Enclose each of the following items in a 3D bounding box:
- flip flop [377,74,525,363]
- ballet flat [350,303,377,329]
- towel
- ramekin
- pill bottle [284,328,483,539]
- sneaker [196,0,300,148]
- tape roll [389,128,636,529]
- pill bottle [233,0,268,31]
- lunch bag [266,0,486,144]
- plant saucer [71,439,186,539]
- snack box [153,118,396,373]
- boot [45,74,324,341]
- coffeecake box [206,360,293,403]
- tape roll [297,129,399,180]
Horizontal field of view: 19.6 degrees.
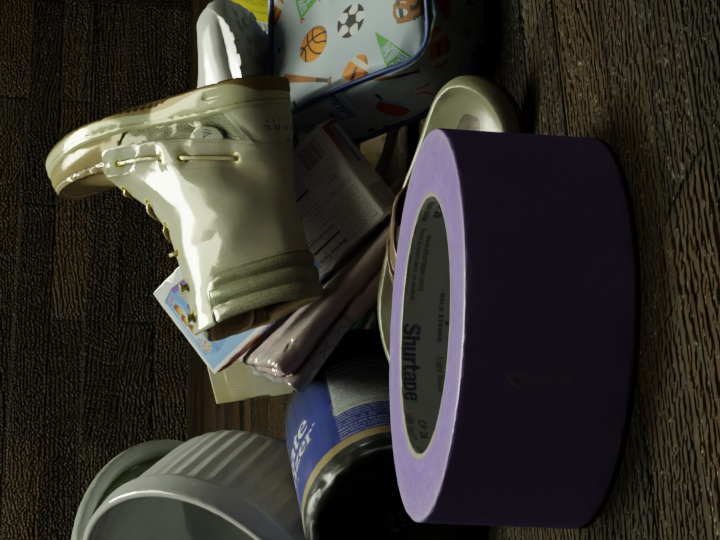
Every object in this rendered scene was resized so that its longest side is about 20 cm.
[{"bbox_3d":[0.047,-0.017,1.232,0.058,0.081,0.200,-28,-44,-55],"label":"flip flop"},{"bbox_3d":[-0.006,-0.009,1.688,0.072,0.072,0.200,104,168,-52],"label":"ballet flat"},{"bbox_3d":[0.000,0.000,1.384,0.191,0.032,0.200,-48,7,-6],"label":"towel"},{"bbox_3d":[-0.082,0.204,1.436,0.105,0.200,0.200,-46,-26,-47],"label":"ramekin"},{"bbox_3d":[0.010,0.115,1.337,0.200,0.112,0.112,-109,24,-67],"label":"pill bottle"},{"bbox_3d":[-0.085,-0.082,1.402,0.076,0.080,0.200,-46,-54,-61],"label":"sneaker"},{"bbox_3d":[0.072,0.030,1.057,0.200,0.085,0.200,-177,90,-82],"label":"tape roll"},{"bbox_3d":[-0.066,-0.257,1.549,0.200,0.114,0.115,69,-160,-70],"label":"pill bottle"},{"bbox_3d":[0.005,-0.186,1.372,0.160,0.076,0.200,-21,57,38],"label":"lunch bag"},{"bbox_3d":[-0.146,0.227,1.546,0.050,0.200,0.201,-18,64,41],"label":"plant saucer"},{"bbox_3d":[-0.058,-0.013,1.367,0.200,0.072,0.024,-43,-7,38],"label":"snack box"},{"bbox_3d":[-0.115,-0.029,1.340,0.200,0.072,0.155,-15,84,36],"label":"boot"},{"bbox_3d":[-0.085,-0.006,1.671,0.200,0.073,0.154,-77,-24,-69],"label":"coffeecake box"},{"bbox_3d":[-0.018,-0.117,1.519,0.202,0.071,0.203,14,-90,-80],"label":"tape roll"}]
